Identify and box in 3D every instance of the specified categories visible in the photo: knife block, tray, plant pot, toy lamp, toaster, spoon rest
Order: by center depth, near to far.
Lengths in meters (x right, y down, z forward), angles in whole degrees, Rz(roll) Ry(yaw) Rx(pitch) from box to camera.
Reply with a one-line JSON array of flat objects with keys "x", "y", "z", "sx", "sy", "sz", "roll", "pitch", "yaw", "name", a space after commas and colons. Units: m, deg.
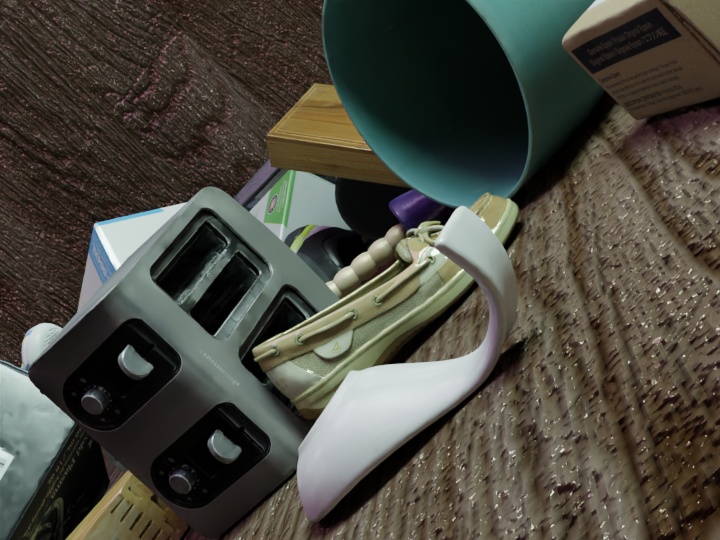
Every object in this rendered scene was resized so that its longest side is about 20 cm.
[{"x": 0.024, "y": 0.061, "z": 0.679, "sx": 0.200, "sy": 0.060, "sz": 0.099, "roll": -59, "pitch": -3, "yaw": 37, "name": "spoon rest"}, {"x": -0.106, "y": 0.060, "z": 0.940, "sx": 0.119, "sy": 0.181, "sz": 0.200, "roll": -39, "pitch": 11, "yaw": 34, "name": "toaster"}, {"x": 0.098, "y": -0.169, "z": 0.956, "sx": 0.161, "sy": 0.201, "sz": 0.200, "roll": -36, "pitch": 0, "yaw": -29, "name": "plant pot"}, {"x": -0.221, "y": 0.247, "z": 1.058, "sx": 0.175, "sy": 0.064, "sz": 0.200, "roll": -41, "pitch": 9, "yaw": 39, "name": "knife block"}, {"x": 0.000, "y": 0.000, "z": 1.068, "sx": 0.200, "sy": 0.058, "sz": 0.058, "roll": -39, "pitch": 7, "yaw": 7, "name": "toy lamp"}, {"x": 0.030, "y": -0.116, "z": 1.131, "sx": 0.099, "sy": 0.199, "sz": 0.037, "roll": -54, "pitch": -35, "yaw": -46, "name": "tray"}]

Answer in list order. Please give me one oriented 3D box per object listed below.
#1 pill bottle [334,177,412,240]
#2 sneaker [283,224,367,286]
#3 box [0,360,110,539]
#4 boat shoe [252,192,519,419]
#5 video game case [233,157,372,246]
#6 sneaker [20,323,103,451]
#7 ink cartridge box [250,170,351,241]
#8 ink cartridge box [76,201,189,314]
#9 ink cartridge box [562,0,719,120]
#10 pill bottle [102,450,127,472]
[{"x": 0.037, "y": -0.102, "z": 1.254, "sx": 0.112, "sy": 0.112, "sz": 0.200, "roll": -44, "pitch": 8, "yaw": 24, "name": "pill bottle"}, {"x": -0.039, "y": 0.025, "z": 1.162, "sx": 0.082, "sy": 0.072, "sz": 0.201, "roll": -5, "pitch": 45, "yaw": 19, "name": "sneaker"}, {"x": -0.321, "y": 0.209, "z": 1.123, "sx": 0.197, "sy": 0.124, "sz": 0.201, "roll": 101, "pitch": -167, "yaw": -61, "name": "box"}, {"x": 0.020, "y": 0.012, "z": 0.868, "sx": 0.201, "sy": 0.063, "sz": 0.073, "roll": -42, "pitch": 5, "yaw": 1, "name": "boat shoe"}, {"x": -0.008, "y": -0.108, "z": 1.408, "sx": 0.200, "sy": 0.180, "sz": 0.026, "roll": -45, "pitch": 47, "yaw": 18, "name": "video game case"}, {"x": -0.315, "y": 0.122, "z": 1.248, "sx": 0.201, "sy": 0.105, "sz": 0.076, "roll": 84, "pitch": -162, "yaw": -46, "name": "sneaker"}, {"x": -0.093, "y": 0.011, "z": 1.348, "sx": 0.200, "sy": 0.084, "sz": 0.147, "roll": -41, "pitch": 34, "yaw": 48, "name": "ink cartridge box"}, {"x": -0.187, "y": 0.051, "z": 1.239, "sx": 0.128, "sy": 0.125, "sz": 0.200, "roll": -15, "pitch": -30, "yaw": -31, "name": "ink cartridge box"}, {"x": 0.221, "y": -0.185, "z": 0.722, "sx": 0.200, "sy": 0.075, "sz": 0.165, "roll": -47, "pitch": 5, "yaw": -6, "name": "ink cartridge box"}, {"x": -0.223, "y": 0.150, "z": 1.430, "sx": 0.114, "sy": 0.114, "sz": 0.200, "roll": -46, "pitch": 6, "yaw": 6, "name": "pill bottle"}]
